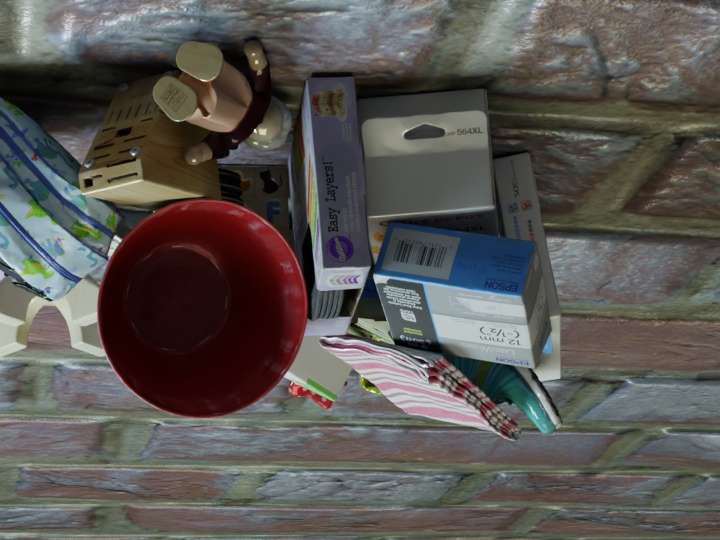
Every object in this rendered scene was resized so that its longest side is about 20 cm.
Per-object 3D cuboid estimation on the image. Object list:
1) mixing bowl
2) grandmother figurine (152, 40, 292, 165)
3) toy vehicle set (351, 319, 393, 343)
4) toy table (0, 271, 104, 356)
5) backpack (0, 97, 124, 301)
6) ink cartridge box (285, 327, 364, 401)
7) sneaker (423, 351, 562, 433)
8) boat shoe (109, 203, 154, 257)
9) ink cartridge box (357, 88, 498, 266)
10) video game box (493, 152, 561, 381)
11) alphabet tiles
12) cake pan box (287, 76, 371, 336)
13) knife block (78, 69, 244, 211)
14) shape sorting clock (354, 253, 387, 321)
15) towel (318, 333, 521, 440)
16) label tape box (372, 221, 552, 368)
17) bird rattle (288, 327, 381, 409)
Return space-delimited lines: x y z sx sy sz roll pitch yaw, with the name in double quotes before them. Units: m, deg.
"mixing bowl" -0.159 0.030 1.526 0.198 0.202 0.108 6 -177 -21
"grandmother figurine" -0.114 -0.143 1.442 0.121 0.061 0.200 -47 162 10
"toy vehicle set" -0.046 0.024 1.788 0.199 0.027 0.124 26 174 11
"toy table" -0.341 0.018 1.774 0.183 0.118 0.199 17 149 -41
"backpack" -0.308 -0.068 1.468 0.153 0.201 0.163 -27 156 1
"ink cartridge box" -0.116 0.055 1.813 0.199 0.084 0.145 23 172 32
"sneaker" 0.127 0.110 1.702 0.080 0.200 0.078 -50 157 -6
"boat shoe" -0.214 -0.045 1.698 0.198 0.071 0.069 3 158 -14
"ink cartridge box" 0.066 -0.082 1.575 0.127 0.126 0.200 -5 158 5
"video game box" 0.176 0.001 1.715 0.046 0.184 0.200 -8 157 4
"alphabet tiles" -0.104 -0.027 1.629 0.198 0.169 0.008 0 160 -9
"cake pan box" -0.030 -0.053 1.537 0.052 0.202 0.184 -3 160 -7
"knife block" -0.169 -0.082 1.490 0.063 0.201 0.176 -12 127 20
"shape sorting clock" 0.000 0.000 1.713 0.198 0.200 0.040 2 115 -12
"towel" 0.061 0.121 1.638 0.146 0.030 0.200 13 161 37
"label tape box" 0.102 0.041 1.543 0.142 0.066 0.201 8 148 17
"bird rattle" -0.046 0.097 2.083 0.199 0.113 0.163 -8 149 46
